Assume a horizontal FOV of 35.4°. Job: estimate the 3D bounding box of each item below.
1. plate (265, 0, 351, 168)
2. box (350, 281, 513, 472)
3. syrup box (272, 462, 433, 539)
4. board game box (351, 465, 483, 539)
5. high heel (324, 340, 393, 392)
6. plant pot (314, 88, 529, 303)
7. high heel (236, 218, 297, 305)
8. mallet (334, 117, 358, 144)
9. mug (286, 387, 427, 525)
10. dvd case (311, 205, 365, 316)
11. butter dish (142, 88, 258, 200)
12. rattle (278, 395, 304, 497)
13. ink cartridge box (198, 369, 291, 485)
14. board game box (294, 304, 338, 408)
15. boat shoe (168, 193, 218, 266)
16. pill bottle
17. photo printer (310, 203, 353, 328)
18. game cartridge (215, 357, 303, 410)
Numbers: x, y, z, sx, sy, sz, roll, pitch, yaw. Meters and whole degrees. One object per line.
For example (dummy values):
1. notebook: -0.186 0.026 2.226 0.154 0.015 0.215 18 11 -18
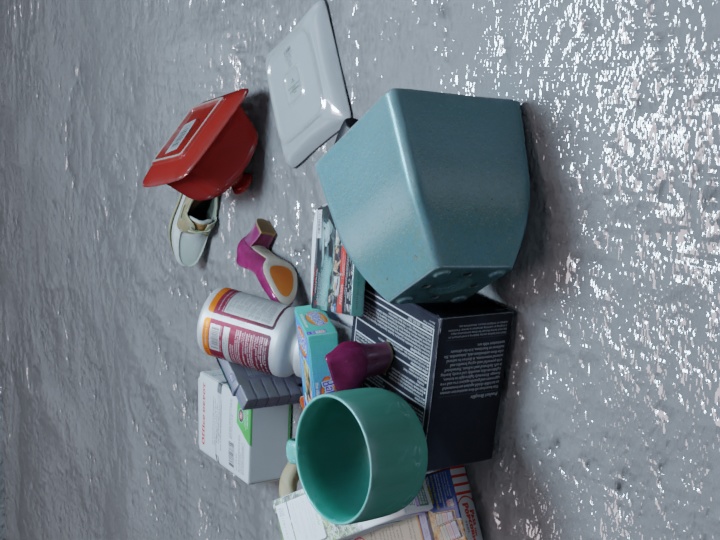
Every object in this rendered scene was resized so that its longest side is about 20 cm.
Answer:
1. plate: -0.093 -0.288 1.755 0.199 0.032 0.204 -31 67 55
2. box: 0.081 0.120 1.449 0.199 0.121 0.202 30 117 54
3. syrup box: -0.011 0.307 1.477 0.198 0.081 0.080 -27 71 25
4. board game box: 0.064 0.358 1.500 0.198 0.046 0.154 -21 75 29
5. high heel: -0.034 0.161 1.438 0.068 0.095 0.202 57 138 38
6. plant pot: 0.087 -0.073 1.338 0.195 0.193 0.204 -38 58 52
7. high heel: -0.161 0.011 1.858 0.097 0.066 0.201 -57 43 31
8. mallet: 0.019 -0.128 1.600 0.202 0.041 0.066 59 138 29
9. mug: 0.001 0.210 1.360 0.185 0.113 0.154 42 124 43
10. dvd case: -0.029 -0.017 1.514 0.200 0.022 0.149 -179 93 -72
11. butter dish: -0.245 -0.189 1.916 0.198 0.148 0.202 -1 52 57
12. rattle: -0.053 0.316 1.770 0.129 0.143 0.203 -28 49 21
13. ink cartridge box: -0.203 0.263 1.946 0.199 0.083 0.149 19 109 55
14. board game box: -0.055 0.165 1.592 0.152 0.044 0.204 -127 31 -73
15. boat shoe: -0.304 -0.095 2.070 0.068 0.073 0.204 40 126 54
16. pill bottle: -0.145 0.101 1.743 0.197 0.109 0.112 15 110 20
17. photo printer: 0.000 0.000 1.602 0.199 0.068 0.170 22 112 58
18. game cartridge: -0.175 0.138 1.847 0.202 0.128 0.039 60 141 34
